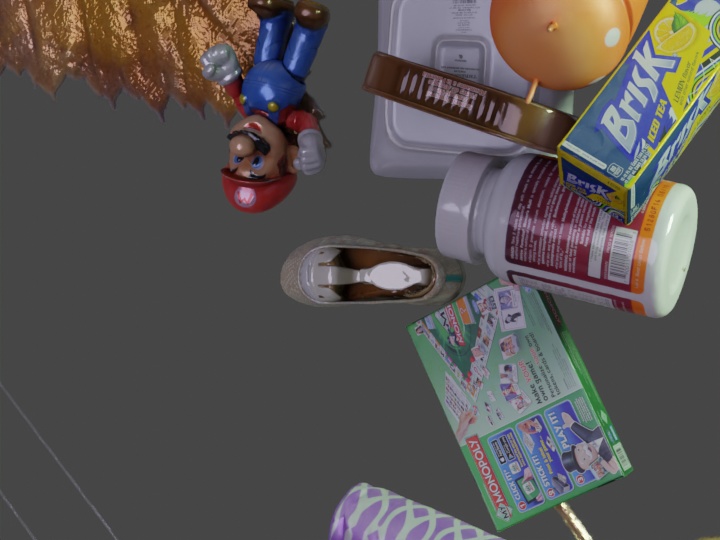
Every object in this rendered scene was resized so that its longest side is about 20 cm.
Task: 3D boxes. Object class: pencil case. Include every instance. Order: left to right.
[{"bbox_3d":[0.065,0.262,1.318,0.198,0.084,0.087,22,128,27],"label":"pencil case"}]

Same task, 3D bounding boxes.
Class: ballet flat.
[{"bbox_3d":[0.000,0.000,1.337,0.197,0.062,0.069,-2,90,29],"label":"ballet flat"}]

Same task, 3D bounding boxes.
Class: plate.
[{"bbox_3d":[0.093,-0.177,1.287,0.197,0.032,0.203,7,98,29],"label":"plate"}]

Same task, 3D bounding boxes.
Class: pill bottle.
[{"bbox_3d":[0.168,-0.035,1.208,0.198,0.109,0.111,14,101,23],"label":"pill bottle"}]

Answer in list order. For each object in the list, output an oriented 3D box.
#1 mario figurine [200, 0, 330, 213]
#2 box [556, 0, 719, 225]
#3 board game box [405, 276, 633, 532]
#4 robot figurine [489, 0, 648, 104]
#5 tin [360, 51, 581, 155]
[{"bbox_3d":[-0.088,-0.153,1.345,0.123,0.105,0.203,17,96,62],"label":"mario figurine"},{"bbox_3d":[0.236,-0.139,1.137,0.070,0.064,0.201,33,76,22],"label":"box"},{"bbox_3d":[0.137,0.111,1.290,0.134,0.029,0.202,-29,81,28],"label":"board game box"},{"bbox_3d":[0.169,-0.222,1.150,0.143,0.201,0.117,-13,127,42],"label":"robot figurine"},{"bbox_3d":[0.094,-0.137,1.210,0.198,0.112,0.042,22,95,24],"label":"tin"}]
